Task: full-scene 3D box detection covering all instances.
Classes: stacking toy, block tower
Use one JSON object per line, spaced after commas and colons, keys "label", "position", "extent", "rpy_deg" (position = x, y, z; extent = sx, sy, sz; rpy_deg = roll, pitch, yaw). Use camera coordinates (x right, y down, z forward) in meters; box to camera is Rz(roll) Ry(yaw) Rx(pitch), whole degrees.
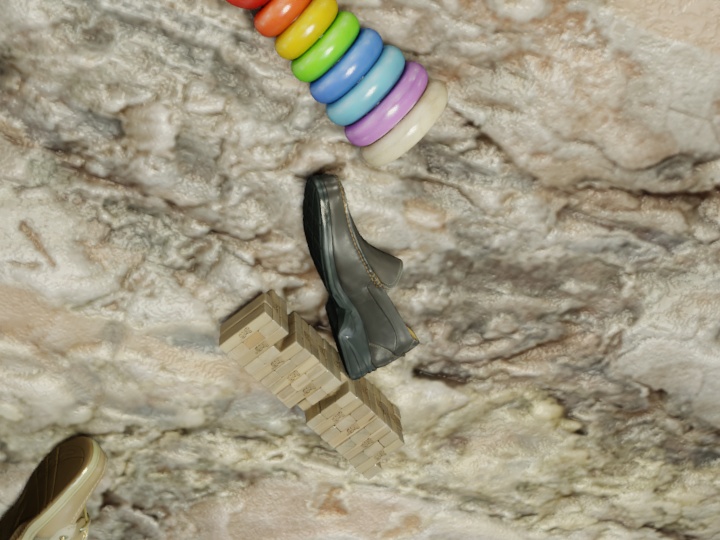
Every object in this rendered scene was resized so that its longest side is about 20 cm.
{"label": "stacking toy", "position": [-0.028, -0.174, 0.777], "extent": [0.085, 0.085, 0.200], "rpy_deg": [-41, 108, 15]}
{"label": "block tower", "position": [-0.038, 0.102, 0.930], "extent": [0.058, 0.054, 0.200], "rpy_deg": [-36, 116, 14]}

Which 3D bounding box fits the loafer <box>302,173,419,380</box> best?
{"label": "loafer", "position": [0.000, 0.000, 0.877], "extent": [0.072, 0.073, 0.200], "rpy_deg": [-18, 128, -6]}

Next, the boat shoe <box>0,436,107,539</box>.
{"label": "boat shoe", "position": [-0.285, 0.233, 0.968], "extent": [0.065, 0.072, 0.200], "rpy_deg": [28, 114, -29]}
